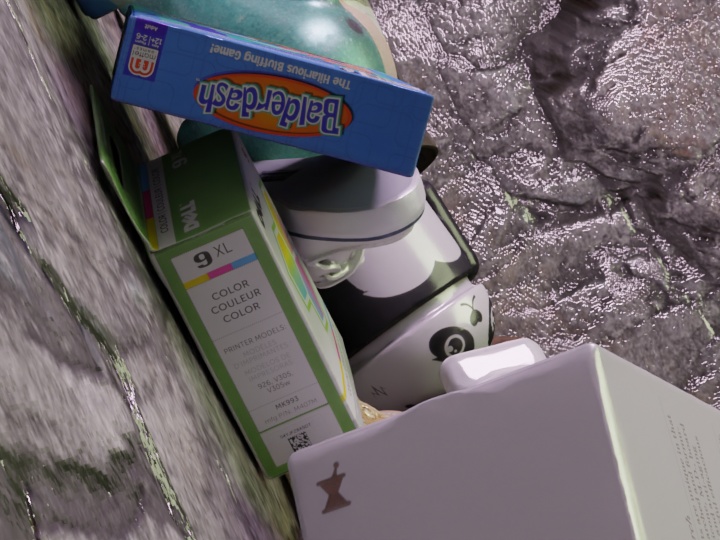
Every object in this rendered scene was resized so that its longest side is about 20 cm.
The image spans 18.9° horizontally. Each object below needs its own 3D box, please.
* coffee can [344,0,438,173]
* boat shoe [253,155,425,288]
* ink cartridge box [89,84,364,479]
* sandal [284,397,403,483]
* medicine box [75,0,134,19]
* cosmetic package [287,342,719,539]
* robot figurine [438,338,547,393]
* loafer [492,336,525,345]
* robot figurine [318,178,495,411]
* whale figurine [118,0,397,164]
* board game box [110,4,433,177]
[{"bbox_3d":[-0.048,-0.147,1.609,0.146,0.146,0.201,45,20,-79],"label":"coffee can"},{"bbox_3d":[-0.024,-0.024,1.204,0.200,0.073,0.066,8,-56,58],"label":"boat shoe"},{"bbox_3d":[-0.066,-0.005,1.098,0.104,0.059,0.201,-107,172,-62],"label":"ink cartridge box"},{"bbox_3d":[-0.009,0.097,1.165,0.212,0.077,0.070,-86,151,-69],"label":"sandal"},{"bbox_3d":[-0.102,-0.261,1.140,0.103,0.199,0.182,66,3,39],"label":"medicine box"},{"bbox_3d":[0.095,0.154,1.031,0.200,0.167,0.167,25,48,-57],"label":"cosmetic package"},{"bbox_3d":[0.107,0.133,1.225,0.170,0.112,0.201,97,-27,-51],"label":"robot figurine"},{"bbox_3d":[0.125,0.130,1.534,0.073,0.071,0.201,74,-7,-74],"label":"loafer"},{"bbox_3d":[0.002,-0.001,1.406,0.200,0.150,0.125,55,-5,3],"label":"robot figurine"},{"bbox_3d":[-0.074,-0.128,1.310,0.200,0.159,0.104,44,26,11],"label":"whale figurine"},{"bbox_3d":[-0.052,-0.096,1.117,0.200,0.151,0.045,-123,-133,-80],"label":"board game box"}]
